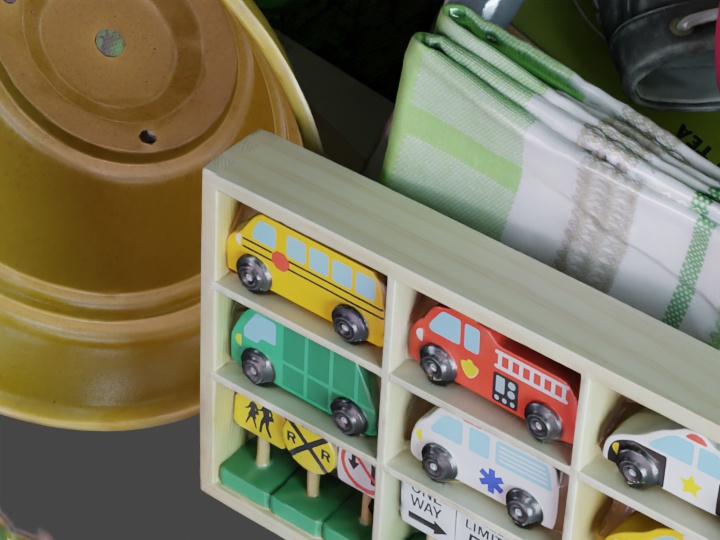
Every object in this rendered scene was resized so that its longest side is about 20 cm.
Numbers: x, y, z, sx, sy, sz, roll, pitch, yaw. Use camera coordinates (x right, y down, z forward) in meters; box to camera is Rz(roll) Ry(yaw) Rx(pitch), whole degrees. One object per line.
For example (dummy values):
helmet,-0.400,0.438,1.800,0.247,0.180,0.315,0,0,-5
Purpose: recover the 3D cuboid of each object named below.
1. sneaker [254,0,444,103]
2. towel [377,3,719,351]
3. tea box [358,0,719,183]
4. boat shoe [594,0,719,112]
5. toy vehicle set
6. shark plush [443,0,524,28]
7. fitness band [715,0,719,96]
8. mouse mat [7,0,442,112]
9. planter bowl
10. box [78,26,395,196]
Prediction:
sneaker,-0.036,-0.124,1.040,0.200,0.075,0.088,36,125,11
towel,0.080,0.034,0.767,0.200,0.031,0.150,33,135,18
tea box,0.119,-0.002,0.879,0.200,0.197,0.134,41,141,9
boat shoe,0.165,-0.072,0.806,0.199,0.071,0.072,-4,152,3
toy vehicle set,0.039,0.053,0.782,0.199,0.026,0.125,26,134,28
shark plush,0.061,-0.143,0.805,0.091,0.199,0.083,52,160,32
fitness band,0.180,-0.087,0.754,0.143,0.201,0.037,29,170,-3
mouse mat,-0.053,-0.100,1.012,0.161,0.008,0.201,33,123,14
planter bowl,-0.092,-0.055,0.877,0.199,0.084,0.201,10,127,14
box,0.000,0.000,0.981,0.199,0.078,0.095,30,122,-1
